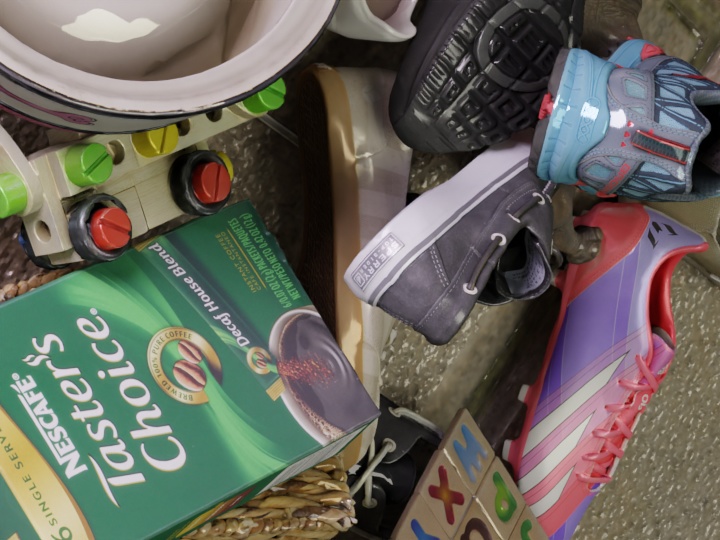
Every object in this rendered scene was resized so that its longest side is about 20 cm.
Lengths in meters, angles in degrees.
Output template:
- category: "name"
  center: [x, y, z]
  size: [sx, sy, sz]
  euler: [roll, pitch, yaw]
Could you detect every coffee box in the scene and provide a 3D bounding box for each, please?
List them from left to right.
- category: "coffee box"
  center: [-0.095, 0.055, 1.275]
  size: [0.200, 0.123, 0.044]
  euler: [-24, 169, -42]

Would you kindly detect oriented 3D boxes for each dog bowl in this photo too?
- category: "dog bowl"
  center: [-0.108, -0.146, 1.226]
  size: [0.200, 0.074, 0.200]
  euler: [7, 70, -21]

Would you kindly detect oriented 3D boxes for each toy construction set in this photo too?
- category: "toy construction set"
  center: [-0.118, -0.075, 1.285]
  size: [0.200, 0.092, 0.131]
  euler: [-23, 101, -28]

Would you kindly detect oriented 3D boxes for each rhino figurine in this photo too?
- category: "rhino figurine"
  center: [0.119, -0.108, 1.498]
  size: [0.087, 0.060, 0.200]
  euler: [22, 93, -46]

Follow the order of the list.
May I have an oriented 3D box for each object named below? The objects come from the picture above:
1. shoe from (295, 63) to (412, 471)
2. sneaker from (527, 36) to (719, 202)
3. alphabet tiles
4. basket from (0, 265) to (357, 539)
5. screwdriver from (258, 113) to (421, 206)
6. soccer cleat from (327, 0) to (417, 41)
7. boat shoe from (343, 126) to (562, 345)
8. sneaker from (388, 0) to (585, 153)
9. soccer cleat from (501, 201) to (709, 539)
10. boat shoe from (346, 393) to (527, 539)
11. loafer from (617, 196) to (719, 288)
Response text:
- category: "shoe"
  center: [0.000, 0.000, 1.413]
  size: [0.053, 0.070, 0.200]
  euler: [-5, 105, -25]
- category: "sneaker"
  center: [0.146, -0.059, 1.403]
  size: [0.200, 0.095, 0.079]
  euler: [-19, 127, -69]
- category: "alphabet tiles"
  center: [0.057, 0.194, 1.472]
  size: [0.167, 0.008, 0.200]
  euler: [58, 39, -24]
- category: "basket"
  center: [-0.129, 0.086, 1.363]
  size: [0.200, 0.143, 0.149]
  euler: [-1, 154, -35]
- category: "screwdriver"
  center: [-0.010, -0.045, 1.450]
  size: [0.200, 0.028, 0.029]
  euler: [29, 119, -37]
- category: "soccer cleat"
  center: [0.027, -0.202, 1.366]
  size: [0.069, 0.078, 0.200]
  euler: [5, 106, -41]
- category: "boat shoe"
  center: [0.060, -0.012, 1.371]
  size: [0.070, 0.066, 0.200]
  euler: [-50, 173, 23]
- category: "sneaker"
  center: [0.067, -0.137, 1.408]
  size: [0.200, 0.091, 0.076]
  euler: [-55, 131, -22]
- category: "soccer cleat"
  center: [0.128, 0.062, 1.562]
  size: [0.067, 0.076, 0.200]
  euler: [-18, 122, -66]
- category: "boat shoe"
  center: [0.008, 0.102, 1.502]
  size: [0.200, 0.060, 0.074]
  euler: [32, 88, -43]
- category: "loafer"
  center: [0.222, -0.016, 1.618]
  size: [0.200, 0.068, 0.076]
  euler: [16, 99, -43]
